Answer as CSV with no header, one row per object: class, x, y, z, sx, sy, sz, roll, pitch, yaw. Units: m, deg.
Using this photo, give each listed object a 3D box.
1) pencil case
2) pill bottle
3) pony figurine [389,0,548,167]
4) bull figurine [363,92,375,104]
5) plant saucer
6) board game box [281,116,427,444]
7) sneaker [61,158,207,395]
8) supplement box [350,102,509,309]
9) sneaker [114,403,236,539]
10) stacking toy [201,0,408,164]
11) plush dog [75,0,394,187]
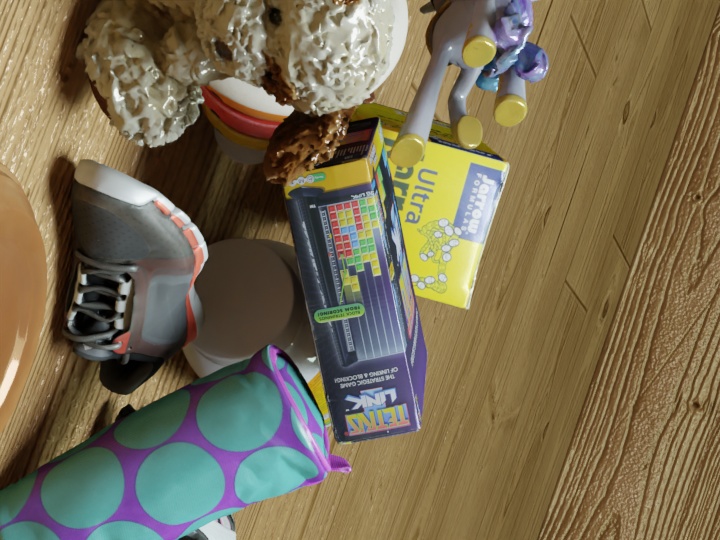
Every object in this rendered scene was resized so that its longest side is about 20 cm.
pencil case,-0.113,0.126,1.191,0.093,0.199,0.085,61,3,-13
pill bottle,-0.062,0.042,1.398,0.200,0.110,0.112,51,59,-72
pony figurine,0.083,-0.187,1.357,0.193,0.166,0.201,-54,-157,43
bull figurine,-0.002,-0.211,1.413,0.201,0.065,0.122,89,21,-55
plant saucer,-0.213,0.039,1.024,0.200,0.037,0.201,18,90,-74
board game box,0.000,0.000,1.259,0.200,0.056,0.166,-76,154,-78
sneaker,-0.139,0.014,1.186,0.082,0.077,0.200,-57,159,-24
supplement box,0.029,-0.055,1.478,0.200,0.109,0.110,-120,-135,-78
sneaker,-0.125,0.140,1.366,0.200,0.080,0.087,64,36,-76
stacking toy,-0.057,-0.120,1.262,0.200,0.145,0.147,111,5,-62
plush dog,-0.051,-0.147,1.055,0.160,0.172,0.201,-33,146,-28
